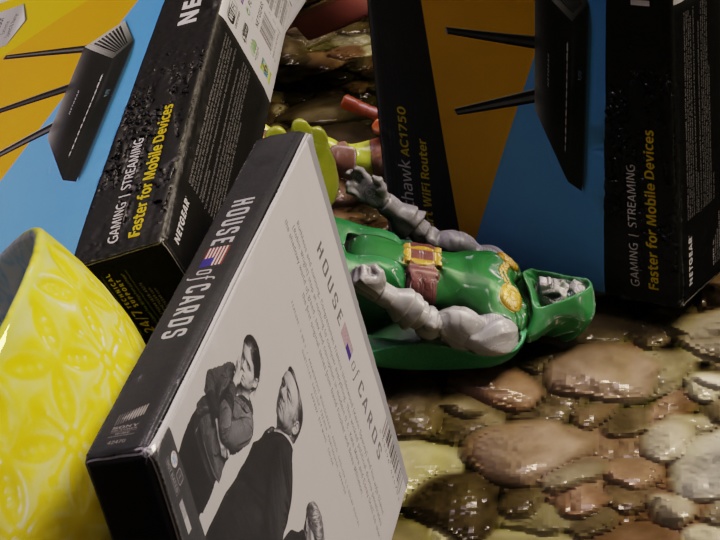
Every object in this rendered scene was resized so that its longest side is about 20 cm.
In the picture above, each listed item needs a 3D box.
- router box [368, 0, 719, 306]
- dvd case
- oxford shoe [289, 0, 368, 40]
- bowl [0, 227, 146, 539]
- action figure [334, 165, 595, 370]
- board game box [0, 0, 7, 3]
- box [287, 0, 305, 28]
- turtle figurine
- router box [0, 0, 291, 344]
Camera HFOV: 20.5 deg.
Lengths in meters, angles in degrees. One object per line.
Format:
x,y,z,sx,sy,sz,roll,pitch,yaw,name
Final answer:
0.077,-0.095,0.838,0.149,0.201,0.051,11,29,34,router box
-0.028,0.065,0.633,0.025,0.151,0.200,-7,27,15,dvd case
-0.069,-0.159,1.110,0.199,0.075,0.071,-18,23,25,oxford shoe
-0.111,0.099,0.613,0.107,0.200,0.200,34,26,-13,bowl
0.000,0.000,0.815,0.199,0.055,0.118,10,39,-8,action figure
-0.176,-0.212,0.970,0.102,0.105,0.200,9,32,23,board game box
-0.133,-0.144,1.000,0.199,0.049,0.159,4,30,14,box
-0.062,-0.048,0.940,0.199,0.065,0.161,3,9,-2,turtle figurine
-0.112,-0.042,0.768,0.148,0.051,0.201,-16,38,20,router box
